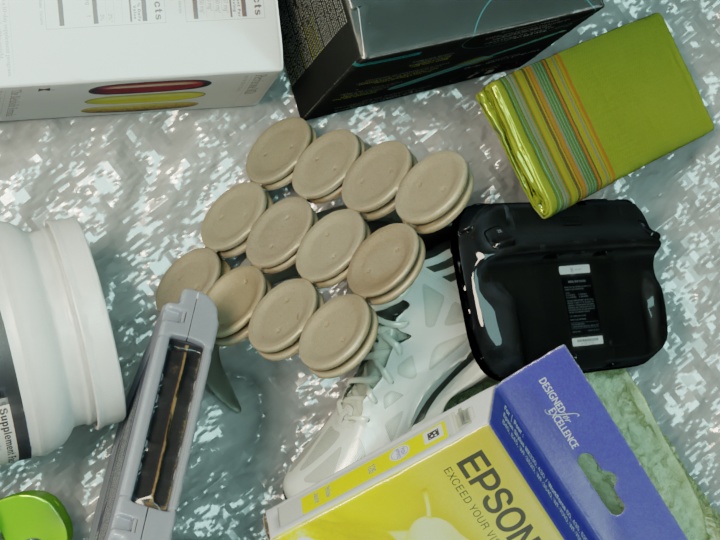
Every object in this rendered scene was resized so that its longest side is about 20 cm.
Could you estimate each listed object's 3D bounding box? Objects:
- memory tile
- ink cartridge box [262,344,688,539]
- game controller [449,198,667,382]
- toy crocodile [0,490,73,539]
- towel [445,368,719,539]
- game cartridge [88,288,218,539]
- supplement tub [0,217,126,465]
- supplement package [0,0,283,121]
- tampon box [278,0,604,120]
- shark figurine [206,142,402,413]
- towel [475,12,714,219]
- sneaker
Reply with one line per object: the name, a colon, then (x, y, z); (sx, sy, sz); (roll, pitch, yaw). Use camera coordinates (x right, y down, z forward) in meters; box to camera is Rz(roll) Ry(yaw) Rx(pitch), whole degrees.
memory tile: (-0.029, -0.015, 1.538); (0.017, 0.200, 0.153); (43, 74, -36)
ink cartridge box: (0.079, 0.169, 1.533); (0.200, 0.047, 0.198); (-29, 118, 11)
game controller: (0.121, 0.010, 1.565); (0.200, 0.042, 0.104); (-3, 90, -52)
toy crocodile: (-0.265, 0.174, 1.532); (0.200, 0.068, 0.062); (-23, 89, -12)
towel: (0.123, 0.128, 1.621); (0.148, 0.036, 0.200); (-33, 91, -11)
game cartridge: (-0.125, 0.123, 1.488); (0.042, 0.133, 0.200); (14, 46, -5)
supplement tub: (-0.246, 0.051, 1.510); (0.200, 0.140, 0.140); (-14, 87, -11)
supplement package: (-0.155, -0.154, 1.560); (0.200, 0.114, 0.110); (-4, 84, -10)
tampon box: (0.034, -0.180, 1.552); (0.150, 0.200, 0.126); (-14, 87, -12)
shark figurine: (-0.021, -0.006, 1.585); (0.214, 0.090, 0.128); (-22, 87, -13)
towel: (0.145, -0.097, 1.599); (0.200, 0.018, 0.086); (-26, 93, -50)
sneaker: (0.009, 0.046, 1.547); (0.201, 0.076, 0.115); (-46, 124, -13)
